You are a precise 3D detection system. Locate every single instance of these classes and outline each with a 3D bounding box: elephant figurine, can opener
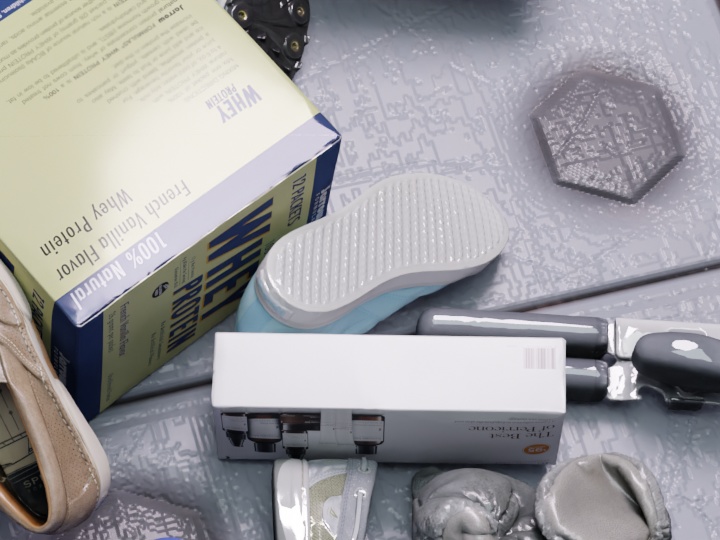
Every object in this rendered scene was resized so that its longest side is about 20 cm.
[{"bbox_3d":[0.127,0.175,1.616,0.198,0.142,0.156,1,77,1],"label":"elephant figurine"},{"bbox_3d":[0.132,0.046,1.722,0.198,0.067,0.053,3,63,0],"label":"can opener"}]

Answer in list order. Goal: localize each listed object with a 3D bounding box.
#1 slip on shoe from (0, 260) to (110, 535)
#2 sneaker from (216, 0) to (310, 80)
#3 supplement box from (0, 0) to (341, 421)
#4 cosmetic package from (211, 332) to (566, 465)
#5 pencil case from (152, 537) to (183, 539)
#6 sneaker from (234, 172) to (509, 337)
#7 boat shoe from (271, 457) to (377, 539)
[{"bbox_3d":[-0.211,0.057,1.596,0.076,0.061,0.201,-29,93,23],"label":"slip on shoe"},{"bbox_3d":[-0.080,-0.189,1.825,0.072,0.072,0.201,5,71,-36],"label":"sneaker"},{"bbox_3d":[-0.151,-0.061,1.701,0.200,0.134,0.200,-37,72,-22],"label":"supplement box"},{"bbox_3d":[0.016,0.075,1.669,0.198,0.083,0.051,1,67,1],"label":"cosmetic package"},{"bbox_3d":[-0.157,0.206,1.555,0.199,0.087,0.078,-19,76,-48],"label":"pencil case"},{"bbox_3d":[0.000,0.000,1.728,0.199,0.082,0.074,-16,69,-41],"label":"sneaker"},{"bbox_3d":[-0.011,0.195,1.621,0.064,0.075,0.203,-5,56,-4],"label":"boat shoe"}]
